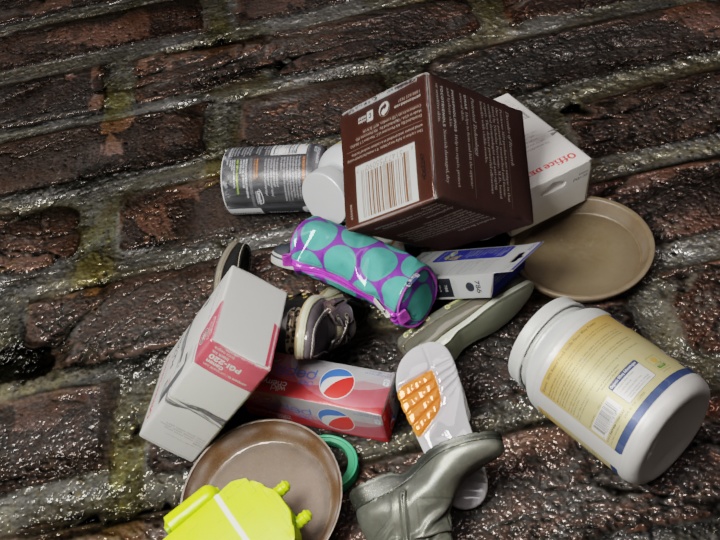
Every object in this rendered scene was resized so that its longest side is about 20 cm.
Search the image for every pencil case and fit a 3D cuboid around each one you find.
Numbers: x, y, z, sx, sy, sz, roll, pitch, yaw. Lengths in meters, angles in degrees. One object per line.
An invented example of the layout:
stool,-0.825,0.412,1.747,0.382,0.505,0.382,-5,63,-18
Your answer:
pencil case,0.000,0.000,1.219,0.199,0.086,0.092,25,52,30

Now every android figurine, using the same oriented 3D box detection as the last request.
android figurine,-0.146,0.316,1.029,0.200,0.041,0.182,-39,56,-12

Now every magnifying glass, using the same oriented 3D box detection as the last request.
magnifying glass,-0.099,0.238,1.150,0.198,0.022,0.080,4,49,13

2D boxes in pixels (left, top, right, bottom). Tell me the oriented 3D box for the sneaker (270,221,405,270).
sneaker,-0.030,-0.034,1.332,0.198,0.080,0.078,7,11,11

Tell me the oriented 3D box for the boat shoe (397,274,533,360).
boat shoe,0.140,0.061,1.226,0.201,0.072,0.060,-34,55,-14

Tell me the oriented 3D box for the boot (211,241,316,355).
boot,-0.132,0.046,1.296,0.149,0.073,0.201,-2,51,12

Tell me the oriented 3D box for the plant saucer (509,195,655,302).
plant saucer,0.311,-0.028,1.303,0.198,0.030,0.201,-6,47,7

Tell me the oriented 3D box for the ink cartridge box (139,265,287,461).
ink cartridge box,-0.181,0.116,1.143,0.084,0.200,0.146,28,35,-15

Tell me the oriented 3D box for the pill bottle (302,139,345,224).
pill bottle,0.009,-0.145,1.341,0.111,0.113,0.200,24,43,29

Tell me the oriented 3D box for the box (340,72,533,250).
box,0.099,-0.134,1.222,0.165,0.199,0.166,-17,71,44

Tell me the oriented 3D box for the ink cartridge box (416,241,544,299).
ink cartridge box,0.142,0.003,1.236,0.199,0.039,0.099,-5,20,41

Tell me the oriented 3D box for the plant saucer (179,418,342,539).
plant saucer,-0.115,0.274,1.094,0.198,0.032,0.202,-6,56,9

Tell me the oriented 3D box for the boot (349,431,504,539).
boot,0.090,0.273,1.028,0.199,0.068,0.131,-29,58,11

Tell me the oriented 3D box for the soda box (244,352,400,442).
soda box,-0.053,0.157,1.177,0.198,0.070,0.064,8,53,18

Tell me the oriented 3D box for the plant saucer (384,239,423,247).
plant saucer,0.094,-0.099,1.409,0.198,0.036,0.201,-5,47,6

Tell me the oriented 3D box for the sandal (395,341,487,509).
sandal,0.100,0.192,1.130,0.079,0.059,0.208,-18,68,5

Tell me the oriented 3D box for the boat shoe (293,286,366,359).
boat shoe,-0.037,0.069,1.213,0.064,0.073,0.200,11,13,10

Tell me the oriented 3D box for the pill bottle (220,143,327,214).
pill bottle,-0.109,-0.143,1.443,0.198,0.107,0.107,-1,47,11

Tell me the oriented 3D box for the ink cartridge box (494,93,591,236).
ink cartridge box,0.218,-0.158,1.360,0.146,0.083,0.200,-25,48,-18

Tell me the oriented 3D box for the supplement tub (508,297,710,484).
supplement tub,0.285,0.134,1.079,0.144,0.145,0.200,-35,51,-20
